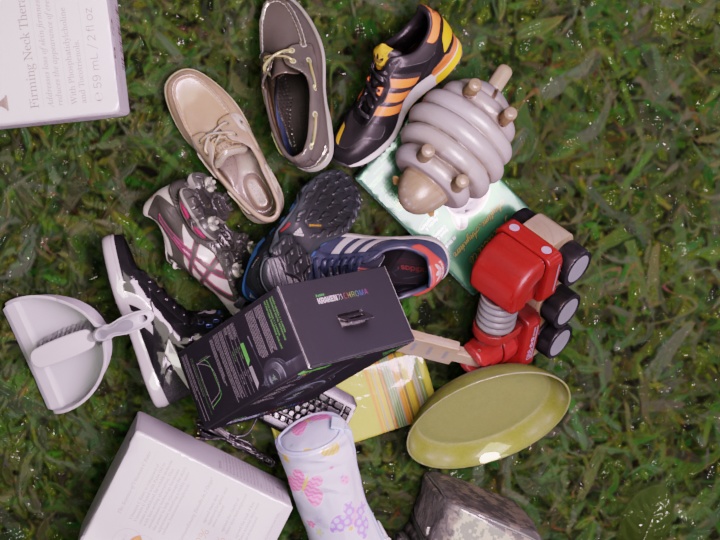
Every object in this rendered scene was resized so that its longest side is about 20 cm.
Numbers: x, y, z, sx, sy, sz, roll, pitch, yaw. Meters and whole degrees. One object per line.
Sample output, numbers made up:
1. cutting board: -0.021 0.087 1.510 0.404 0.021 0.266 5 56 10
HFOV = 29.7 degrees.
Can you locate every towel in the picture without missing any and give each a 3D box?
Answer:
1. towel: -0.011 0.158 1.603 0.197 0.018 0.087 -18 92 -4

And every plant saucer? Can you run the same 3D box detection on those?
1. plant saucer: 0.144 0.163 1.560 0.197 0.201 0.031 -14 56 -6

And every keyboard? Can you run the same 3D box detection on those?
1. keyboard: -0.115 0.162 1.577 0.198 0.021 0.128 27 89 -3

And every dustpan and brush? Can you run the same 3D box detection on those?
1. dustpan and brush: -0.303 0.075 1.498 0.198 0.057 0.141 -21 98 18

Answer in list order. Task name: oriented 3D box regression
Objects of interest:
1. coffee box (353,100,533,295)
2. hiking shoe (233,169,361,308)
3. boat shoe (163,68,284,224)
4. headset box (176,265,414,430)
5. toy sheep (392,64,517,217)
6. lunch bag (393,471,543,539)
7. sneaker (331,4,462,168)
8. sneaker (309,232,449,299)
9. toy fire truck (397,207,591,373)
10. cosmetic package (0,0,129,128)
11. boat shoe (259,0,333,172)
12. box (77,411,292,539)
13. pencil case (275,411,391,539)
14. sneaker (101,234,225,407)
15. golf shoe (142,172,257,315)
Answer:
1. coffee box: 0.100 -0.083 1.576 0.200 0.044 0.123 42 90 -9
2. hiking shoe: -0.074 -0.042 1.523 0.075 0.086 0.200 53 49 -18
3. boat shoe: -0.150 -0.140 1.527 0.072 0.065 0.201 -33 97 -3
4. headset box: -0.065 0.079 1.455 0.199 0.173 0.094 -33 75 39
5. toy sheep: 0.108 -0.143 1.484 0.138 0.138 0.201 42 80 -9
6. lunch bag: 0.111 0.339 1.544 0.138 0.200 0.170 20 92 -8
7. sneaker: 0.025 -0.211 1.521 0.200 0.070 0.090 -48 140 -3
8. sneaker: 0.000 0.000 1.534 0.197 0.085 0.076 -8 106 12
9. toy fire truck: 0.136 0.040 1.506 0.199 0.128 0.178 -31 145 -34
10. cosmetic package: -0.356 -0.238 1.442 0.197 0.166 0.170 -7 97 -5
11. boat shoe: -0.077 -0.213 1.512 0.071 0.060 0.205 -14 83 18
12. box: -0.199 0.278 1.545 0.198 0.106 0.154 28 92 -9
13. pencil case: -0.029 0.262 1.550 0.089 0.083 0.202 -8 116 24
14. sneaker: -0.213 0.042 1.536 0.110 0.073 0.203 -19 96 -6
15. golf shoe: -0.168 -0.016 1.545 0.087 0.077 0.202 -15 113 30
